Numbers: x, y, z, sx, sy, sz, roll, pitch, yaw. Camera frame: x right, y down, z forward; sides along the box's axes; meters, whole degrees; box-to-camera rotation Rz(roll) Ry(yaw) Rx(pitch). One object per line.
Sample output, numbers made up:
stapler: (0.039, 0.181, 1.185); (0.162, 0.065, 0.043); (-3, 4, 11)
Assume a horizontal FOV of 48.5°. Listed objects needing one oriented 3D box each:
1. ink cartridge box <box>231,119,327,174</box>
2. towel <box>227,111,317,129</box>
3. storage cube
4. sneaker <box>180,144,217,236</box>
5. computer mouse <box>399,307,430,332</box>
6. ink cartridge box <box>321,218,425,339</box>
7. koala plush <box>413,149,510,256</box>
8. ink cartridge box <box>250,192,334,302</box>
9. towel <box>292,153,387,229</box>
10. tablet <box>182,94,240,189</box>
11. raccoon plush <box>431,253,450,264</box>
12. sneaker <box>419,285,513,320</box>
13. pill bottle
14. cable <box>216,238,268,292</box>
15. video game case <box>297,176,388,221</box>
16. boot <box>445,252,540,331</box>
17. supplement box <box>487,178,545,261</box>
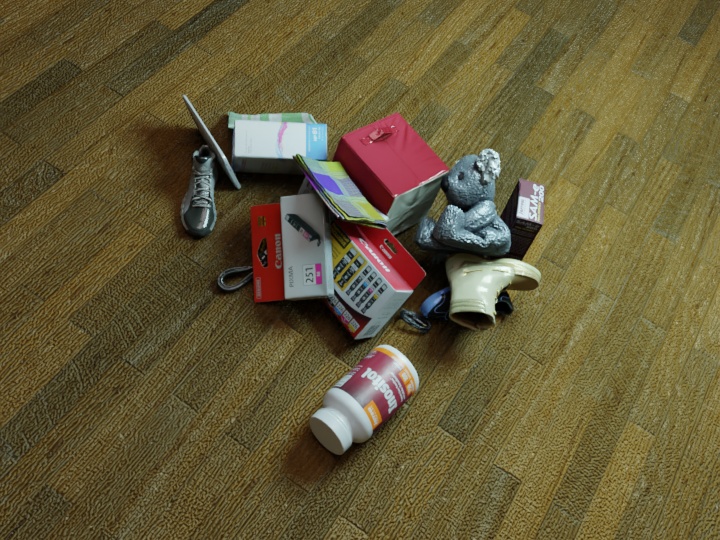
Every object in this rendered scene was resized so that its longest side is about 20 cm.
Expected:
ink cartridge box: (-0.179, -0.263, 1.725); (0.197, 0.144, 0.086); (0, 84, -12)
towel: (-0.200, -0.338, 1.808); (0.197, 0.024, 0.153); (0, 20, -11)
storage cube: (0.052, -0.193, 1.703); (0.170, 0.201, 0.180); (-28, 69, -32)
sneaker: (-0.335, -0.178, 1.662); (0.074, 0.116, 0.202); (2, 55, -10)
computer mouse: (0.059, 0.065, 1.635); (0.199, 0.034, 0.059); (39, 36, 9)
ink cartridge box: (0.000, 0.000, 1.568); (0.200, 0.176, 0.084); (48, 21, 21)
koala plush: (0.220, -0.137, 1.604); (0.181, 0.177, 0.203); (9, 82, -14)
ink cartridge box: (-0.141, -0.043, 1.560); (0.171, 0.044, 0.203); (-5, 84, 17)
towel: (-0.037, -0.155, 1.559); (0.143, 0.023, 0.201); (6, 40, -49)
tablet: (-0.322, -0.276, 1.726); (0.014, 0.130, 0.201); (-32, 66, -7)
raccoon plush: (0.197, -0.086, 1.754); (0.132, 0.098, 0.200); (-18, 30, -7)
sneaker: (0.221, 0.074, 1.634); (0.198, 0.071, 0.078); (-14, 54, -21)
pill bottle: (0.005, 0.236, 1.452); (0.113, 0.113, 0.200); (40, 58, 16)
cable: (-0.200, -0.009, 1.635); (0.097, 0.050, 0.200); (46, 71, 0)
video game case: (-0.051, -0.108, 1.662); (0.199, 0.144, 0.018); (37, 30, 15)
boot: (0.266, 0.049, 1.580); (0.197, 0.073, 0.157); (11, 48, -9)
supplement box: (0.325, -0.083, 1.682); (0.060, 0.201, 0.110); (14, 54, -2)
